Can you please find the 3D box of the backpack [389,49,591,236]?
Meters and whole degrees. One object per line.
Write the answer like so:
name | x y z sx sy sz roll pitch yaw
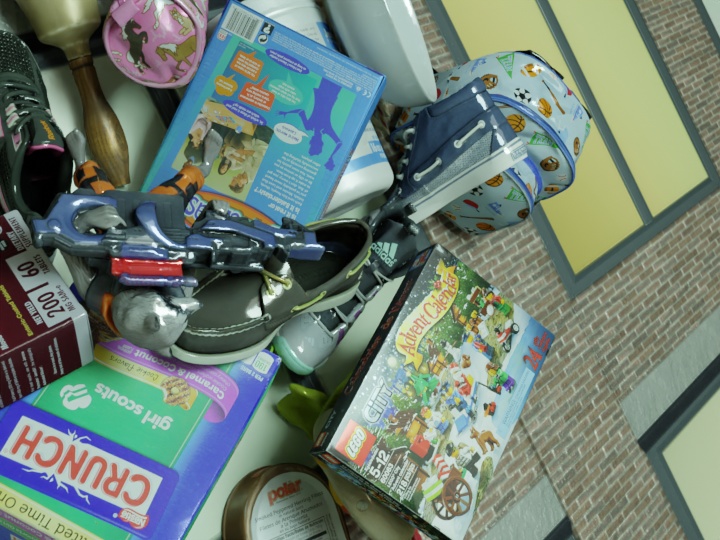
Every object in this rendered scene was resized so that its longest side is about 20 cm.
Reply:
backpack | 0.143 -0.140 1.079 0.199 0.189 0.156 34 54 -26

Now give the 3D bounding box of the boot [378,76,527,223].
boot | 0.066 -0.106 0.998 0.091 0.199 0.073 59 33 -1

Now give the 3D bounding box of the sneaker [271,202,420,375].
sneaker | 0.000 0.000 0.915 0.078 0.139 0.201 45 40 -19

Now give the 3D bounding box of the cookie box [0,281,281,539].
cookie box | -0.177 0.116 0.727 0.169 0.076 0.201 28 53 1

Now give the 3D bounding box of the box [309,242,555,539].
box | 0.064 0.099 0.819 0.136 0.038 0.201 36 65 -14

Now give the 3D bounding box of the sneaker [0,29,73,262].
sneaker | -0.259 -0.100 0.791 0.080 0.086 0.203 -6 76 -43

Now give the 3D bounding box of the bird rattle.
bird rattle | 0.003 0.181 0.876 0.202 0.111 0.163 64 9 -7

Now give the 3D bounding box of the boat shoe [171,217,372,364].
boat shoe | -0.068 0.008 0.768 0.072 0.061 0.200 44 41 19

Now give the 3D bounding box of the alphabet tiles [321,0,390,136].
alphabet tiles | -0.011 -0.245 1.042 0.167 0.007 0.203 31 42 -71

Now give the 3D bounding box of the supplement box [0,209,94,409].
supplement box | -0.290 0.052 0.660 0.199 0.061 0.109 -29 62 -26

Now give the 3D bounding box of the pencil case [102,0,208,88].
pencil case | -0.172 -0.230 0.863 0.085 0.084 0.201 9 32 -15

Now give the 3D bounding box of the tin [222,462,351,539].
tin | -0.050 0.265 0.862 0.111 0.042 0.203 -11 81 -46

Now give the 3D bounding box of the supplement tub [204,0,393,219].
supplement tub | -0.063 -0.146 0.947 0.131 0.131 0.202 -24 90 -43

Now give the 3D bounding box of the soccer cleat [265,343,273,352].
soccer cleat | -0.146 0.107 0.825 0.081 0.068 0.200 46 49 0

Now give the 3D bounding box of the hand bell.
hand bell | -0.235 -0.169 0.854 0.104 0.103 0.203 -26 102 -43

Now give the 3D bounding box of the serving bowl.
serving bowl | 0.009 -0.246 0.968 0.200 0.065 0.203 -21 91 -76

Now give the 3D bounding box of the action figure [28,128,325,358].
action figure | -0.132 -0.020 0.719 0.197 0.105 0.195 9 44 -17

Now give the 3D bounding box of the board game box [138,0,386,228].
board game box | -0.087 -0.106 0.861 0.151 0.045 0.202 27 92 2
